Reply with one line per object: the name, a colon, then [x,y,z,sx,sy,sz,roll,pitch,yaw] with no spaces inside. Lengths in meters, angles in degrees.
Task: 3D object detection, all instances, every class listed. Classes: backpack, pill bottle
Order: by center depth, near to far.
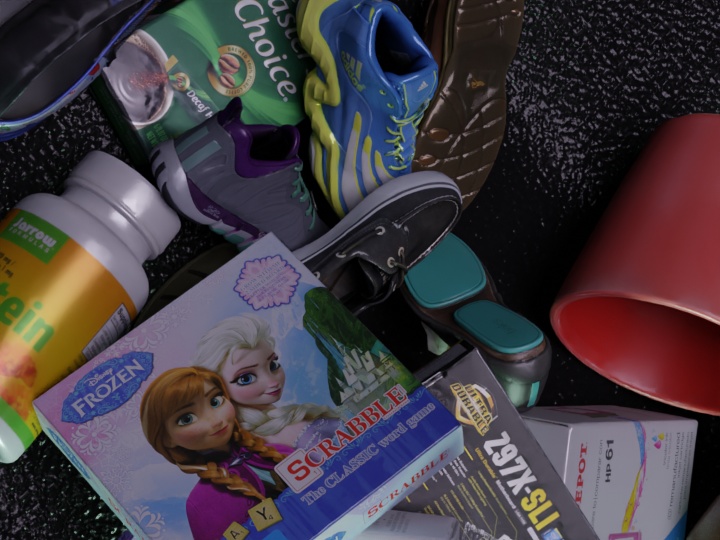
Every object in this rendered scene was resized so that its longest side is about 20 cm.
backpack: [-0.238,-0.185,1.413,0.200,0.154,0.191,39,68,-6]
pill bottle: [-0.213,0.019,1.442,0.111,0.111,0.200,45,71,-19]

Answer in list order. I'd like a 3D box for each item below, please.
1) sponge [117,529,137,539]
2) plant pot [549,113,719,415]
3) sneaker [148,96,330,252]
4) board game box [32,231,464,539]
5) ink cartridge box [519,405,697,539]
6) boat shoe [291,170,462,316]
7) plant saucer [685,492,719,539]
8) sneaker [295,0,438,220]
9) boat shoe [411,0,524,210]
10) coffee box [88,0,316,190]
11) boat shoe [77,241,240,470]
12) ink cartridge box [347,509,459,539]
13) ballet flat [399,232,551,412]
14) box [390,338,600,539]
sponge: [-0.145,0.251,1.446,0.111,0.030,0.200,29,117,-15]
plant pot: [0.264,-0.009,1.650,0.200,0.200,0.178,31,66,-22]
sneaker: [-0.056,-0.053,1.496,0.200,0.087,0.075,28,31,-54]
board game box: [-0.072,0.100,1.378,0.200,0.041,0.199,-37,61,-18]
ink cartridge box: [0.159,0.175,1.572,0.200,0.084,0.145,4,93,-53]
boat shoe: [0.000,0.000,1.506,0.200,0.057,0.069,-32,134,-22]
plant saucer: [0.304,0.160,1.626,0.037,0.201,0.200,40,69,12]
sneaker: [0.011,-0.107,1.518,0.076,0.105,0.201,-28,115,-26]
boat shoe: [0.067,-0.132,1.612,0.072,0.068,0.201,8,102,-29]
coffee box: [-0.091,-0.149,1.543,0.200,0.044,0.123,-34,105,-23]
boat shoe: [-0.125,0.074,1.514,0.068,0.075,0.200,47,67,-38]
ink cartridge box: [-0.041,0.232,1.398,0.199,0.057,0.163,7,103,12]
ballet flat: [0.076,0.041,1.560,0.068,0.200,0.069,-16,122,-14]
box: [0.061,0.173,1.437,0.159,0.049,0.200,-34,97,-5]
